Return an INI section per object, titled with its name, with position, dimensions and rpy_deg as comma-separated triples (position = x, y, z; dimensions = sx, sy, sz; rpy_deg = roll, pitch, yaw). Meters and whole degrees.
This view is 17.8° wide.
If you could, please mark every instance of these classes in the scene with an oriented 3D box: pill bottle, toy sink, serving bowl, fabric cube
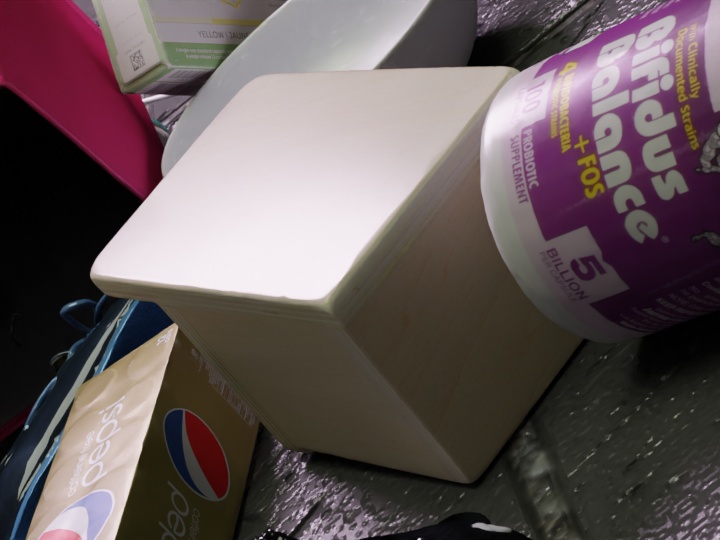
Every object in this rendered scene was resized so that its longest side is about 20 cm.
[pill bottle]
position = 0.147, -0.052, 0.818
dimensions = 0.199, 0.112, 0.113
rpy_deg = -24, 28, 40
[toy sink]
position = 0.000, 0.000, 0.972
dimensions = 0.131, 0.112, 0.199
rpy_deg = -51, 28, -22
[serving bowl]
position = -0.011, -0.092, 1.224
dimensions = 0.199, 0.066, 0.201
rpy_deg = -36, 22, 17
[fabric cube]
position = -0.231, -0.054, 1.265
dimensions = 0.199, 0.196, 0.200
rpy_deg = -37, 47, 10

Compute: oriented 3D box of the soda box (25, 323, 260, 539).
[soda box]
position = -0.099, 0.113, 0.991
dimensions = 0.067, 0.064, 0.201
rpy_deg = -32, 23, 24

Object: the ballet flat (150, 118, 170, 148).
[ballet flat]
position = -0.184, -0.032, 1.422
dimensions = 0.199, 0.070, 0.070
rpy_deg = -22, 29, 42

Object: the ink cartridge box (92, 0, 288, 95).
[ink cartridge box]
position = -0.109, -0.200, 1.355
dimensions = 0.048, 0.202, 0.145
rpy_deg = -26, -13, 36

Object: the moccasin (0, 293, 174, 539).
[moccasin]
position = -0.127, 0.054, 1.121
dimensions = 0.068, 0.081, 0.200
rpy_deg = 8, 52, 49

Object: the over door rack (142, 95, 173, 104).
[over door rack]
position = -0.121, -0.164, 1.545
dimensions = 0.199, 0.067, 0.148
rpy_deg = -24, 27, 37

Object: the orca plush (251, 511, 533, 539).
[orca plush]
position = -0.012, 0.110, 0.839
dimensions = 0.105, 0.071, 0.199
rpy_deg = -50, 23, -21
